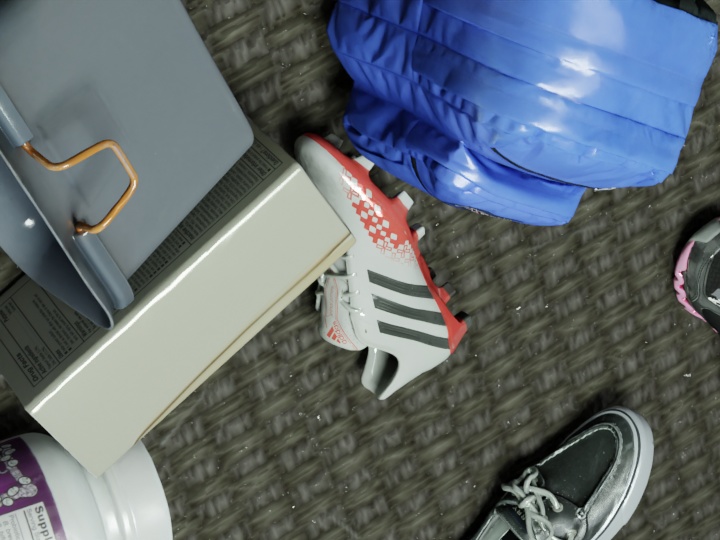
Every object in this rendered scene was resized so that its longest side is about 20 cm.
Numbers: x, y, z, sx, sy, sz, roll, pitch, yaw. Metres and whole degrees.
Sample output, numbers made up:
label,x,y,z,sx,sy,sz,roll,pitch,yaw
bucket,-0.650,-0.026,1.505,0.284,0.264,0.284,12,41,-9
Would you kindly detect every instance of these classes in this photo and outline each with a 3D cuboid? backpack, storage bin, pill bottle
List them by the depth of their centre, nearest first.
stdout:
label,x,y,z,sx,sy,sz,roll,pitch,yaw
storage bin,-0.146,-0.091,1.041,0.134,0.145,0.201,-43,130,-17
backpack,0.096,-0.111,1.116,0.161,0.199,0.170,8,100,-37
pill bottle,-0.213,0.158,1.144,0.198,0.112,0.113,-18,124,-23

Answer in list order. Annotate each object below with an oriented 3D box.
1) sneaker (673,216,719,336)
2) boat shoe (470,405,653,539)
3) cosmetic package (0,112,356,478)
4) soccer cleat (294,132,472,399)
label,x,y,z,sx,sy,sz,roll,pitch,yaw
sneaker,0.288,0.045,1.406,0.079,0.095,0.201,-38,128,-6
boat shoe,0.122,0.172,1.387,0.200,0.074,0.068,-47,145,11
cosmetic package,-0.112,0.007,1.130,0.200,0.104,0.073,-42,130,-3
soccer cleat,0.000,0.000,1.220,0.085,0.069,0.201,-42,134,-10
